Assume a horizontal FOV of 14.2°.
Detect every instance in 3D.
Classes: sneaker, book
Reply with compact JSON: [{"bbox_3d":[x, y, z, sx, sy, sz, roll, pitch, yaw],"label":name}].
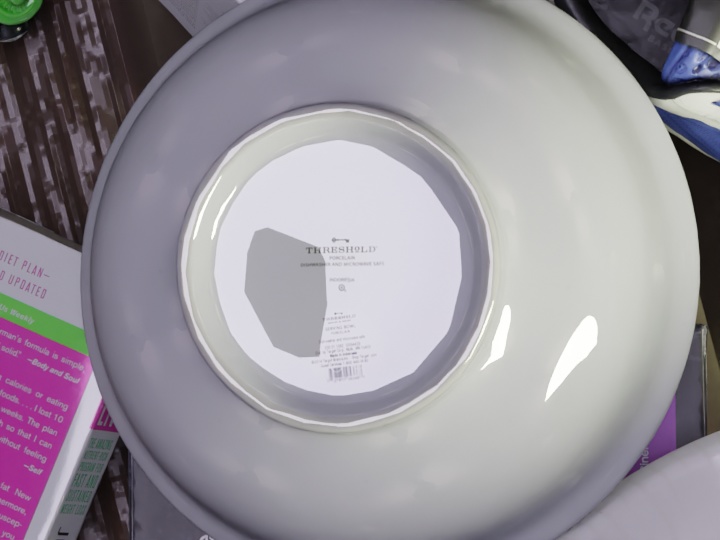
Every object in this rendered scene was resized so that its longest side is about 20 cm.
[{"bbox_3d":[0.139,-0.061,0.941,0.199,0.115,0.081,24,91,7],"label":"sneaker"},{"bbox_3d":[-0.160,0.072,0.991,0.133,0.048,0.200,24,92,20],"label":"book"}]

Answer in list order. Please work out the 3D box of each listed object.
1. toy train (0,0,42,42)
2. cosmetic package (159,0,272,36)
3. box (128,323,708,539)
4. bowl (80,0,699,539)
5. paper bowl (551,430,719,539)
[{"bbox_3d":[-0.164,-0.162,0.977,0.056,0.042,0.200,-26,115,-14],"label":"toy train"},{"bbox_3d":[-0.064,-0.135,0.982,0.051,0.083,0.200,-40,84,-14],"label":"cosmetic package"},{"bbox_3d":[0.020,0.091,0.988,0.200,0.036,0.143,0,87,6],"label":"box"},{"bbox_3d":[0.000,0.000,0.876,0.201,0.090,0.201,0,88,11],"label":"bowl"},{"bbox_3d":[0.147,0.135,0.869,0.200,0.201,0.104,-20,119,5],"label":"paper bowl"}]
